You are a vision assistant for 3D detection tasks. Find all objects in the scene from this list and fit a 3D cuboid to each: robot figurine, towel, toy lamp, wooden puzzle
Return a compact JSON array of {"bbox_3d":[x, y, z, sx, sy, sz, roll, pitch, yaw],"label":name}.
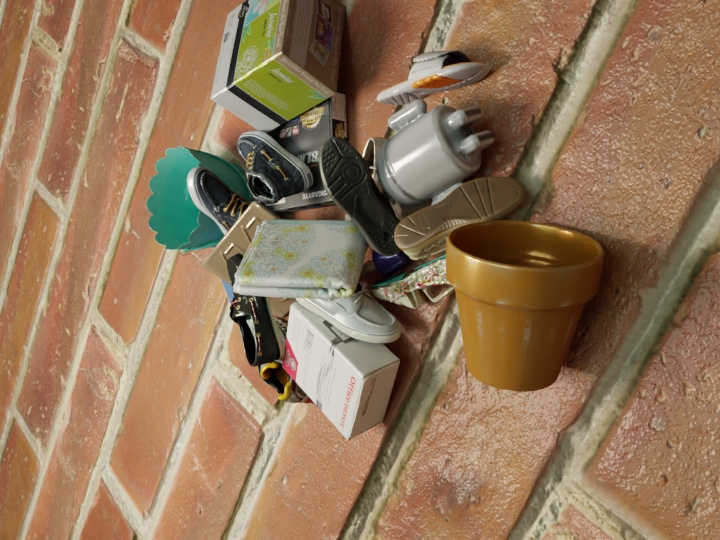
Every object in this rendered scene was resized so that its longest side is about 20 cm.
[{"bbox_3d":[0.103,-0.171,1.116,0.199,0.113,0.171,-27,85,37],"label":"robot figurine"},{"bbox_3d":[-0.092,-0.018,1.183,0.198,0.172,0.049,1,128,11],"label":"towel"},{"bbox_3d":[0.000,0.000,1.240,0.199,0.058,0.059,-24,72,38],"label":"toy lamp"},{"bbox_3d":[-0.164,-0.022,1.337,0.200,0.185,0.047,-42,22,34],"label":"wooden puzzle"}]

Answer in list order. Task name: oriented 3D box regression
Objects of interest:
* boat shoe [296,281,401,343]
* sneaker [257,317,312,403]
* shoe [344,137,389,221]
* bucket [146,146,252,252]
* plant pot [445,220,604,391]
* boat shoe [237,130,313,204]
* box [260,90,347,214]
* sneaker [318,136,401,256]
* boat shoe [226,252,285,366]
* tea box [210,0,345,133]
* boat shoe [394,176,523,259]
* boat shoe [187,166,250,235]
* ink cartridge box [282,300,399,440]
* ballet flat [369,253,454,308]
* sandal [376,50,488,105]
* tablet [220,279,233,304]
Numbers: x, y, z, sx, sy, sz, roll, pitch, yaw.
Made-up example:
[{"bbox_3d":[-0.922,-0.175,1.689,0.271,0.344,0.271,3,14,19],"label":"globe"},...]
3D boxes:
[{"bbox_3d":[-0.022,0.049,1.184,0.200,0.070,0.072,26,129,23],"label":"boat shoe"},{"bbox_3d":[-0.155,0.159,1.355,0.200,0.082,0.078,50,119,32],"label":"sneaker"},{"bbox_3d":[0.006,-0.130,1.241,0.070,0.053,0.202,32,109,38],"label":"shoe"},{"bbox_3d":[-0.322,-0.139,1.484,0.206,0.134,0.210,-1,88,42],"label":"bucket"},{"bbox_3d":[0.208,0.049,0.975,0.199,0.199,0.185,20,117,41],"label":"plant pot"},{"bbox_3d":[-0.180,-0.187,1.312,0.200,0.091,0.071,34,139,36],"label":"boat shoe"},{"bbox_3d":[-0.107,-0.213,1.353,0.199,0.049,0.201,-3,85,43],"label":"box"},{"bbox_3d":[-0.004,-0.118,1.149,0.076,0.200,0.114,-37,17,0],"label":"sneaker"},{"bbox_3d":[-0.194,0.066,1.279,0.074,0.063,0.203,-30,78,57],"label":"boat shoe"},{"bbox_3d":[-0.143,-0.386,1.300,0.196,0.133,0.202,-19,56,38],"label":"tea box"},{"bbox_3d":[0.148,-0.075,1.082,0.198,0.063,0.074,-21,55,19],"label":"boat shoe"},{"bbox_3d":[-0.231,-0.114,1.361,0.090,0.201,0.071,-1,48,37],"label":"boat shoe"},{"bbox_3d":[-0.037,0.156,1.225,0.200,0.083,0.146,41,134,34],"label":"ink cartridge box"},{"bbox_3d":[0.095,0.023,1.147,0.199,0.075,0.064,-23,89,43],"label":"ballet flat"},{"bbox_3d":[0.102,-0.309,1.146,0.205,0.079,0.060,-6,87,44],"label":"sandal"},{"bbox_3d":[-0.214,-0.014,1.463,0.200,0.014,0.131,-42,61,32],"label":"tablet"}]
